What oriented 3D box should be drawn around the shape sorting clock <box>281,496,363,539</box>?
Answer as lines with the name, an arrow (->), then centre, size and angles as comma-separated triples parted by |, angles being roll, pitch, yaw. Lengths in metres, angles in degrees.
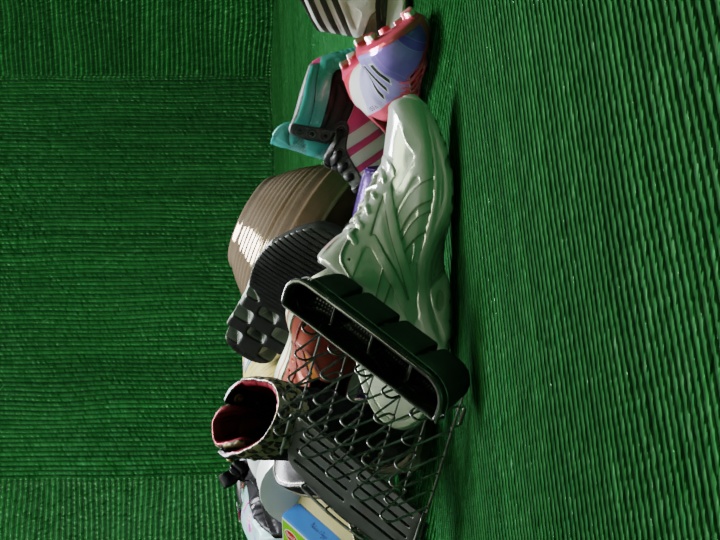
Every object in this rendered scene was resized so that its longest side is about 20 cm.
shape sorting clock -> -0.025, 0.284, 1.793 | 0.200, 0.039, 0.201 | 173, 90, -70

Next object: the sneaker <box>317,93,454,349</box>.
sneaker -> 0.018, -0.029, 1.533 | 0.078, 0.099, 0.201 | 175, 95, -85

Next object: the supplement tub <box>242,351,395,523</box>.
supplement tub -> -0.036, 0.123, 1.912 | 0.201, 0.144, 0.145 | -95, 7, -45

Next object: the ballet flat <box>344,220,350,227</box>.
ballet flat -> 0.000, 0.000, 1.890 | 0.200, 0.073, 0.073 | -98, 9, -56

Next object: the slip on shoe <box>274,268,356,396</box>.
slip on shoe -> -0.026, 0.059, 1.737 | 0.061, 0.074, 0.200 | 52, 149, 25

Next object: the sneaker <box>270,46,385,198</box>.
sneaker -> -0.018, -0.100, 1.827 | 0.084, 0.120, 0.201 | 134, 135, -84

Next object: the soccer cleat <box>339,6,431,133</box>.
soccer cleat -> 0.029, -0.160, 1.699 | 0.077, 0.067, 0.200 | 59, 169, -2

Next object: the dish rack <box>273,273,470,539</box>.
dish rack -> -0.001, 0.112, 1.509 | 0.153, 0.054, 0.201 | 37, 130, 29

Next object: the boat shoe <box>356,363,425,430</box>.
boat shoe -> 0.037, 0.043, 1.632 | 0.062, 0.073, 0.201 | 46, -152, -48

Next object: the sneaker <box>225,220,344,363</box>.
sneaker -> -0.055, -0.003, 1.821 | 0.200, 0.074, 0.089 | -47, 11, 52

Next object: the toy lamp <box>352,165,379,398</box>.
toy lamp -> 0.020, 0.012, 1.767 | 0.058, 0.058, 0.201 | -117, 28, -79

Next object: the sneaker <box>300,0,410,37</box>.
sneaker -> -0.014, -0.297, 1.793 | 0.076, 0.115, 0.202 | -108, 18, -74

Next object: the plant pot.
plant pot -> -0.070, -0.030, 2.094 | 0.201, 0.092, 0.201 | -59, -14, -24

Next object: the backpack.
backpack -> -0.039, 0.244, 2.034 | 0.200, 0.166, 0.127 | -113, 4, -70

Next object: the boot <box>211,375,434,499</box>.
boot -> -0.052, 0.135, 1.689 | 0.200, 0.150, 0.074 | -16, 65, 54
